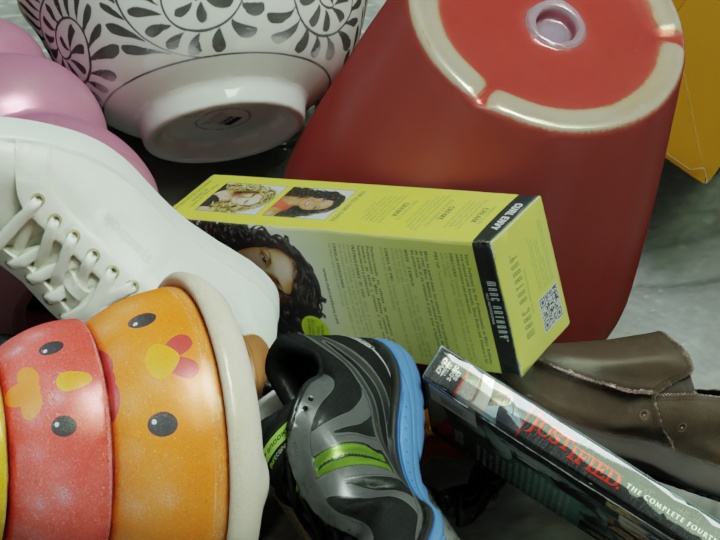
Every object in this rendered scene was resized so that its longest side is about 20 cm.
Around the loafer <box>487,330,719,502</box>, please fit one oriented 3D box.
[{"bbox_3d":[0.129,0.061,1.281,0.199,0.073,0.071,21,86,-29],"label":"loafer"}]

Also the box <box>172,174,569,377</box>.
[{"bbox_3d":[0.000,0.000,1.237,0.199,0.076,0.050,4,31,36],"label":"box"}]

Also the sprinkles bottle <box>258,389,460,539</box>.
[{"bbox_3d":[0.017,0.140,1.221,0.068,0.068,0.201,-34,90,-38],"label":"sprinkles bottle"}]

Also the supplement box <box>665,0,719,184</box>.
[{"bbox_3d":[0.213,-0.180,1.462,0.132,0.198,0.200,35,20,7],"label":"supplement box"}]

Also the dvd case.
[{"bbox_3d":[0.118,0.109,1.198,0.199,0.146,0.022,31,80,10],"label":"dvd case"}]

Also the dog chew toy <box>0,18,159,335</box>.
[{"bbox_3d":[-0.178,-0.052,1.305,0.124,0.125,0.201,-7,48,-27],"label":"dog chew toy"}]

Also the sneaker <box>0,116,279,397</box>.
[{"bbox_3d":[-0.118,0.001,1.174,0.199,0.073,0.085,29,35,-24],"label":"sneaker"}]

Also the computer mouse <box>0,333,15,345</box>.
[{"bbox_3d":[-0.152,0.071,1.230,0.199,0.139,0.053,24,11,-12],"label":"computer mouse"}]

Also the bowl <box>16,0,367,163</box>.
[{"bbox_3d":[-0.079,-0.117,1.358,0.199,0.201,0.095,-3,71,-24],"label":"bowl"}]

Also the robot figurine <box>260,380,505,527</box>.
[{"bbox_3d":[0.037,0.065,1.334,0.199,0.058,0.145,-29,68,-37],"label":"robot figurine"}]

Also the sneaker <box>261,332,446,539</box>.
[{"bbox_3d":[-0.011,0.099,1.109,0.082,0.071,0.200,14,34,-16],"label":"sneaker"}]

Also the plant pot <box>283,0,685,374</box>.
[{"bbox_3d":[0.072,-0.071,1.291,0.199,0.178,0.201,8,53,-11],"label":"plant pot"}]

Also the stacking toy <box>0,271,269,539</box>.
[{"bbox_3d":[-0.148,0.079,1.066,0.199,0.146,0.147,-4,55,-21],"label":"stacking toy"}]

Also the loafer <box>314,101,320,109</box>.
[{"bbox_3d":[0.072,-0.080,1.451,0.199,0.076,0.069,7,45,-18],"label":"loafer"}]
